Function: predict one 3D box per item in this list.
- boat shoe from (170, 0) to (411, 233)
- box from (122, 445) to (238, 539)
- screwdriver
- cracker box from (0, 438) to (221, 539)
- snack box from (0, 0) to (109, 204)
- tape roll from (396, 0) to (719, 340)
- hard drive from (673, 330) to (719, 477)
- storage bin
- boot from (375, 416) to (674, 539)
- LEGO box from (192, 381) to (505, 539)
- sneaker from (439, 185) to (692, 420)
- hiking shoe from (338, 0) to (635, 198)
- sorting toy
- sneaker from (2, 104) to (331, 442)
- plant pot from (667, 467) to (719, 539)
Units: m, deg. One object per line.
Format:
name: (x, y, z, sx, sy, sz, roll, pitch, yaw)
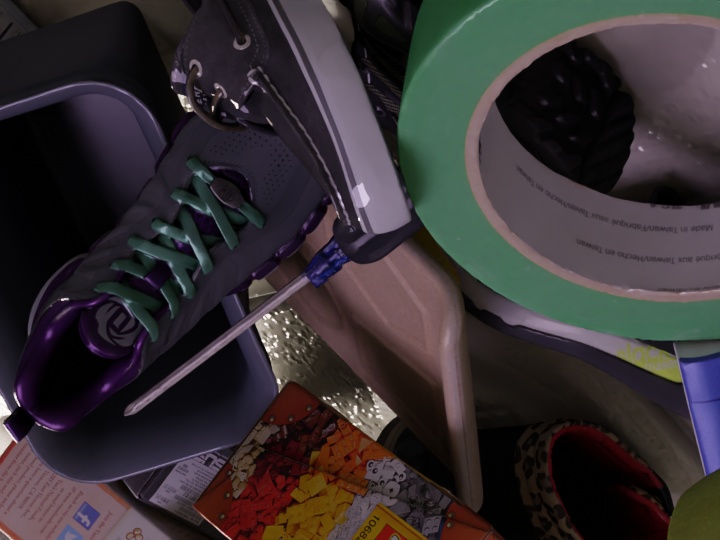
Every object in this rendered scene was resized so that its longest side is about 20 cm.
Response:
boat shoe: (-0.046, -0.089, 0.818, 0.201, 0.066, 0.070, 63, 178, 22)
box: (-0.079, 0.096, 1.142, 0.200, 0.048, 0.158, 35, -176, -45)
screwdriver: (-0.031, 0.013, 0.895, 0.029, 0.028, 0.200, 44, 117, -7)
cracker box: (-0.093, 0.157, 1.088, 0.199, 0.058, 0.134, 38, -176, 9)
snack box: (-0.223, -0.083, 1.140, 0.142, 0.053, 0.199, 46, 148, -18)
tape roll: (0.114, -0.054, 0.774, 0.198, 0.048, 0.201, 6, 139, 5)
hard drive: (0.215, 0.102, 0.870, 0.131, 0.025, 0.202, -15, 115, 6)
storage bin: (-0.112, -0.028, 0.998, 0.144, 0.135, 0.201, -17, 121, 11)
boot: (0.110, 0.151, 1.132, 0.201, 0.073, 0.150, 52, 149, -17)
LEGO box: (0.037, 0.156, 0.990, 0.149, 0.077, 0.200, 33, 172, 43)
sneaker: (0.118, -0.002, 0.922, 0.199, 0.071, 0.084, 25, 112, 34)
hiking shoe: (0.019, -0.095, 0.853, 0.100, 0.076, 0.200, -13, 127, 49)
sorting toy: (0.000, 0.000, 0.985, 0.200, 0.036, 0.186, 50, 164, 29)
sneaker: (-0.074, -0.003, 0.878, 0.074, 0.088, 0.200, 38, 116, -11)
plant pot: (0.220, 0.108, 0.762, 0.189, 0.201, 0.200, -26, 119, 31)
